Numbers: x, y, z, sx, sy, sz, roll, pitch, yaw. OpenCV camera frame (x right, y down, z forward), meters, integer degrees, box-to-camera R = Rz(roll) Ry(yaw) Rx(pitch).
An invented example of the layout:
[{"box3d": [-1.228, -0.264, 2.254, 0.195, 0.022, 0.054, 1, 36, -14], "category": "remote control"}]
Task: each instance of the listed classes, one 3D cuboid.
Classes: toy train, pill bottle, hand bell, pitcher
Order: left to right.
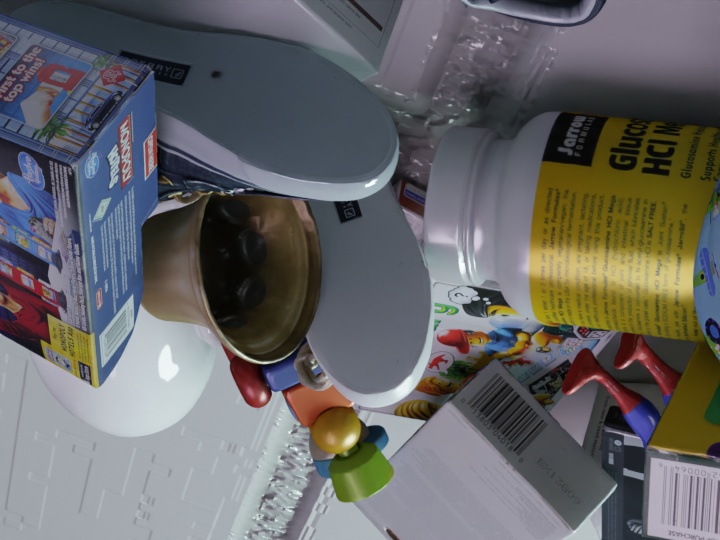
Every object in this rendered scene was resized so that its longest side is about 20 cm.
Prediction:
[{"box3d": [-0.129, 0.001, 1.033, 0.199, 0.105, 0.104, -5, 141, 35], "category": "hand bell"}, {"box3d": [-0.135, 0.014, 1.226, 0.171, 0.122, 0.201, 10, 137, 20], "category": "pitcher"}, {"box3d": [-0.016, 0.086, 1.146, 0.084, 0.200, 0.116, -26, 105, -3], "category": "toy train"}, {"box3d": [0.139, -0.024, 1.035, 0.199, 0.113, 0.113, 7, 146, 16], "category": "pill bottle"}]

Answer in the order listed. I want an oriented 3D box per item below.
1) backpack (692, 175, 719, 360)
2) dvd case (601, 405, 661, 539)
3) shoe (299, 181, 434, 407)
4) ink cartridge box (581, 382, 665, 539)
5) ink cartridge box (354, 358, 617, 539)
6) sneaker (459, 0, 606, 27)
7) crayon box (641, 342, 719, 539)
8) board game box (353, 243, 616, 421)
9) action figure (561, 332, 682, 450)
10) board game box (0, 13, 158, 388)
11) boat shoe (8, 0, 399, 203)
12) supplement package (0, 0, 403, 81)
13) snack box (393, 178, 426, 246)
[{"box3d": [0.248, -0.019, 0.890, 0.182, 0.201, 0.135, 19, -170, -1], "category": "backpack"}, {"box3d": [0.243, 0.159, 1.182, 0.199, 0.025, 0.151, 12, 136, 18], "category": "dvd case"}, {"box3d": [0.000, 0.000, 1.078, 0.071, 0.201, 0.091, -15, 148, 0], "category": "shoe"}, {"box3d": [0.256, 0.146, 1.259, 0.199, 0.084, 0.145, 0, 141, 27], "category": "ink cartridge box"}, {"box3d": [0.073, 0.142, 1.253, 0.109, 0.050, 0.200, 46, 151, 5], "category": "ink cartridge box"}, {"box3d": [0.050, -0.189, 0.835, 0.070, 0.109, 0.200, -17, 134, 42], "category": "sneaker"}, {"box3d": [0.260, 0.087, 0.996, 0.199, 0.173, 0.059, 8, 116, 20], "category": "crayon box"}, {"box3d": [0.075, 0.044, 1.213, 0.126, 0.035, 0.200, 10, 152, -10], "category": "board game box"}, {"box3d": [0.192, 0.134, 1.100, 0.200, 0.099, 0.065, 42, 137, -17], "category": "action figure"}, {"box3d": [-0.191, -0.058, 0.901, 0.199, 0.062, 0.200, 29, 151, 12], "category": "board game box"}, {"box3d": [-0.074, -0.062, 0.922, 0.199, 0.071, 0.091, 19, 149, 14], "category": "boat shoe"}, {"box3d": [-0.094, -0.151, 0.961, 0.156, 0.111, 0.199, 39, 143, -29], "category": "supplement package"}, {"box3d": [0.008, 0.009, 1.232, 0.072, 0.024, 0.200, 26, 147, -15], "category": "snack box"}]
